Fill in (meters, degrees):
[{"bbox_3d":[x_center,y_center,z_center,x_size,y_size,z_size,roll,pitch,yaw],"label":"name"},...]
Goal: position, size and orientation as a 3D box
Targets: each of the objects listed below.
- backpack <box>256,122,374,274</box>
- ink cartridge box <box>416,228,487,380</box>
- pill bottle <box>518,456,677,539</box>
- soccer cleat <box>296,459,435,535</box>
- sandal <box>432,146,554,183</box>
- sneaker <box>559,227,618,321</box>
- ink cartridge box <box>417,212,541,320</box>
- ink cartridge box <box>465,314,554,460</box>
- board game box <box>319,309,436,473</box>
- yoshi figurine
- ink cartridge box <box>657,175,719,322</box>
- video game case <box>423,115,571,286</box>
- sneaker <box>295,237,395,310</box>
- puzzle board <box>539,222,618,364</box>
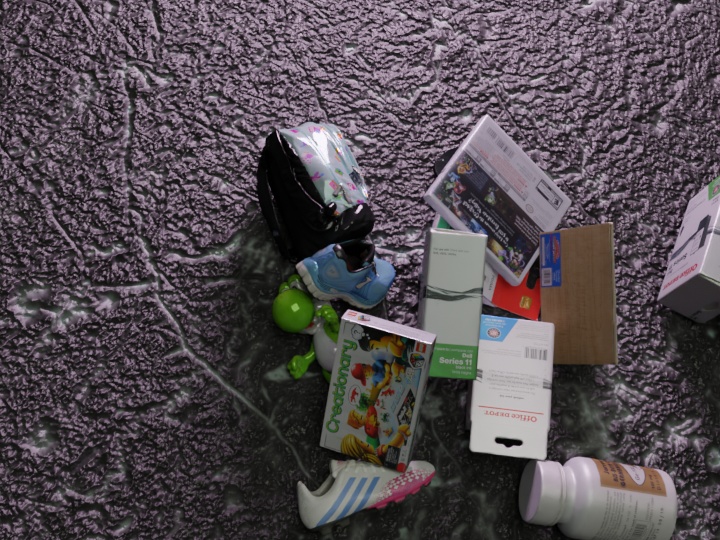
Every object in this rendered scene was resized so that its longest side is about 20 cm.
[{"bbox_3d":[-0.066,-0.115,1.500,0.126,0.167,0.200,-15,71,-36],"label":"backpack"},{"bbox_3d":[0.125,0.046,1.452,0.083,0.147,0.201,5,90,1],"label":"ink cartridge box"},{"bbox_3d":[0.332,0.325,1.462,0.199,0.114,0.115,10,70,-10],"label":"pill bottle"},{"bbox_3d":[0.006,0.288,1.417,0.199,0.070,0.087,-21,87,-17],"label":"soccer cleat"},{"bbox_3d":[0.213,-0.157,1.623,0.200,0.048,0.076,8,72,-12],"label":"sandal"},{"bbox_3d":[0.325,0.028,1.582,0.071,0.080,0.200,12,48,-27],"label":"sneaker"},{"bbox_3d":[0.202,-0.030,1.582,0.199,0.050,0.161,19,69,-4],"label":"ink cartridge box"},{"bbox_3d":[0.214,0.174,1.499,0.116,0.068,0.201,7,71,0],"label":"ink cartridge box"},{"bbox_3d":[0.022,0.163,1.388,0.126,0.035,0.201,15,112,13],"label":"board game box"},{"bbox_3d":[-0.059,0.097,1.449,0.112,0.112,0.200,-35,80,-14],"label":"yoshi figurine"},{"bbox_3d":[0.552,-0.037,1.604,0.083,0.147,0.200,25,68,-2],"label":"ink cartridge box"},{"bbox_3d":[0.212,-0.107,1.577,0.200,0.023,0.182,43,63,-13],"label":"video game case"},{"bbox_3d":[0.000,0.000,1.459,0.200,0.090,0.079,3,52,-59],"label":"sneaker"},{"bbox_3d":[0.319,0.037,1.513,0.017,0.151,0.201,2,85,-31],"label":"puzzle board"}]
